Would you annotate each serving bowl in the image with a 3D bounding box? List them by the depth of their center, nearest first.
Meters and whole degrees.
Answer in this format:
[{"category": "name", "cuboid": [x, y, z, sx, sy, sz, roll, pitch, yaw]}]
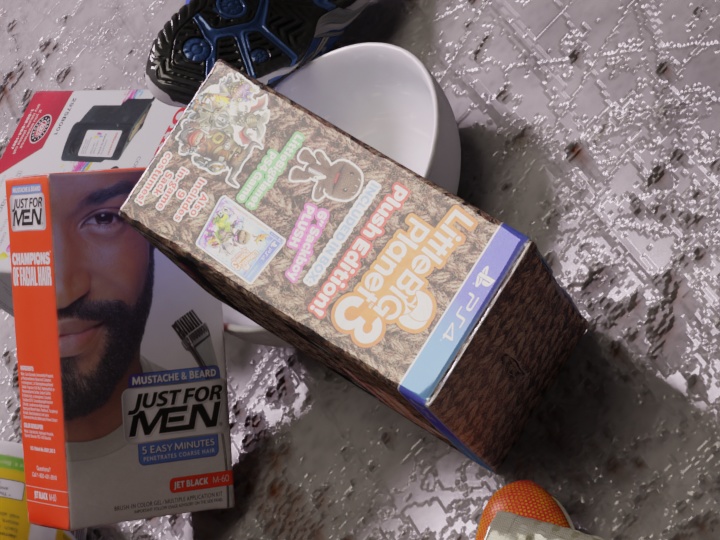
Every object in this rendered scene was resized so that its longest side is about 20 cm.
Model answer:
[{"category": "serving bowl", "cuboid": [-0.014, -0.036, 1.435, 0.199, 0.066, 0.201, -26, 44, 29]}]

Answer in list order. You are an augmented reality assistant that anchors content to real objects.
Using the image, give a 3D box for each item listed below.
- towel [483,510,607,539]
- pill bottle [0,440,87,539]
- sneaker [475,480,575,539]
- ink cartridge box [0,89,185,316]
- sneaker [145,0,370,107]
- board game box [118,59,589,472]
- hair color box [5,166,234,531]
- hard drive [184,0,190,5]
[{"category": "towel", "cuboid": [0.113, 0.218, 1.078, 0.199, 0.035, 0.194, 16, 70, 27]}, {"category": "pill bottle", "cuboid": [-0.226, 0.211, 1.415, 0.111, 0.111, 0.201, -24, 45, 31]}, {"category": "sneaker", "cuboid": [0.062, 0.188, 1.165, 0.073, 0.077, 0.201, -17, 47, 39]}, {"category": "ink cartridge box", "cuboid": [-0.160, -0.040, 1.577, 0.199, 0.083, 0.147, 3, 62, 48]}, {"category": "sneaker", "cuboid": [-0.059, -0.146, 1.516, 0.200, 0.076, 0.077, -33, -18, -38]}, {"category": "board game box", "cuboid": [0.000, 0.000, 1.249, 0.199, 0.159, 0.097, 31, 84, 22]}, {"category": "hair color box", "cuboid": [-0.138, 0.042, 1.384, 0.064, 0.110, 0.202, -2, 93, 57]}, {"category": "hard drive", "cuboid": [-0.101, -0.208, 1.642, 0.132, 0.025, 0.201, 113, 168, -56]}]
